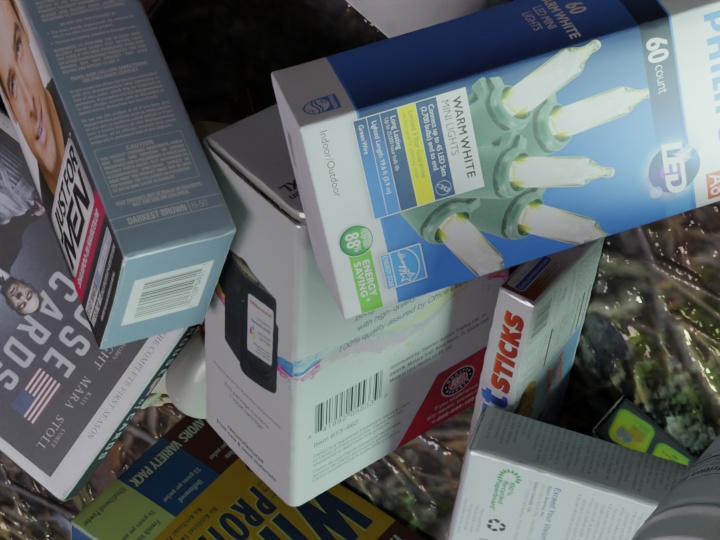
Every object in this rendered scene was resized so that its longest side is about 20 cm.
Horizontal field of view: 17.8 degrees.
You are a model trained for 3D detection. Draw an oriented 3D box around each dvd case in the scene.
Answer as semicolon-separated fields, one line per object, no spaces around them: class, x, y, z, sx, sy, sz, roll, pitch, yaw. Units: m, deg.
dvd case;-0.188;0.002;1.212;0.200;0.025;0.150;38;104;8

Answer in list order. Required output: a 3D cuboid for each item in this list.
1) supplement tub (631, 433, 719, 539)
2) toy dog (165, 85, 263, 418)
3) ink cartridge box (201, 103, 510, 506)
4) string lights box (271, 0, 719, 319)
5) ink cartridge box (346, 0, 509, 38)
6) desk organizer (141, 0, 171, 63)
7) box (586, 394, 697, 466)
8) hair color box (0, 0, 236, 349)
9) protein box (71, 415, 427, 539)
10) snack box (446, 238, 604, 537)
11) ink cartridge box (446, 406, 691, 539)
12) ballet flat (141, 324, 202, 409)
supplement tub;0.214;0.111;1.029;0.132;0.200;0.132;25;137;26
toy dog;-0.074;-0.021;1.269;0.132;0.096;0.200;25;120;-34
ink cartridge box;0.000;0.000;1.173;0.083;0.146;0.200;41;145;34
string lights box;0.070;-0.062;1.025;0.059;0.200;0.103;-117;11;-57
ink cartridge box;0.004;-0.213;1.073;0.200;0.045;0.176;41;142;8
desk organizer;-0.160;-0.073;1.317;0.077;0.072;0.200;20;136;13
box;0.186;0.168;1.242;0.200;0.035;0.110;42;142;7
hair color box;-0.130;-0.074;1.141;0.099;0.061;0.200;115;136;-59
protein box;-0.069;0.230;1.456;0.198;0.135;0.200;31;140;20
snack box;0.086;0.063;1.214;0.024;0.072;0.200;29;139;19
ink cartridge box;0.140;0.173;1.212;0.200;0.041;0.200;19;136;8
ballet flat;-0.121;0.053;1.409;0.200;0.064;0.076;-18;110;50
